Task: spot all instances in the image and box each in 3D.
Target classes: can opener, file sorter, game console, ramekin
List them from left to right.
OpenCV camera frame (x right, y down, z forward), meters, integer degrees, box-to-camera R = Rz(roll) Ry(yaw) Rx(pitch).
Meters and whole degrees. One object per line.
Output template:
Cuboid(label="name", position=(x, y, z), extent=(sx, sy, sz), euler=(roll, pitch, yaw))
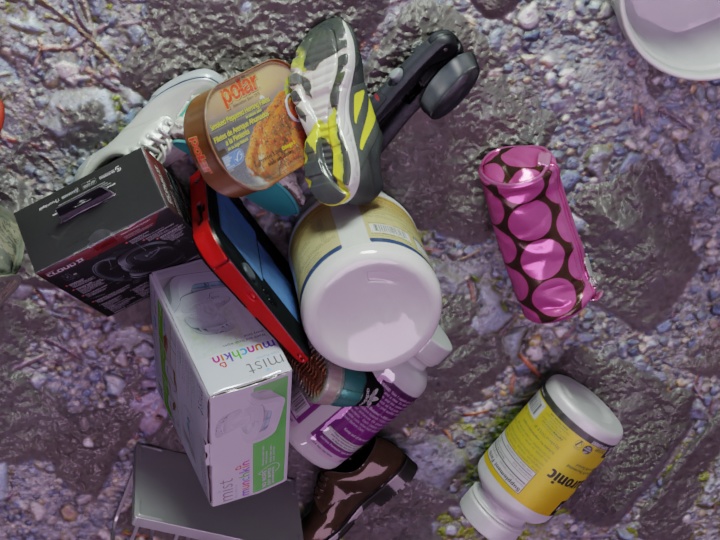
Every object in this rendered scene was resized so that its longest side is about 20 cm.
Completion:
Cuboid(label="file sorter", position=(-0.184, 0.311, 1.631), extent=(0.200, 0.139, 0.125), euler=(15, 116, -16))
Cuboid(label="game console", position=(-0.113, -0.012, 1.440), extent=(0.031, 0.200, 0.177), euler=(-36, 116, 11))
Cuboid(label="can opener", position=(0.037, -0.173, 1.463), extent=(0.200, 0.079, 0.063), euler=(-40, 124, 22))
Cuboid(label="ramekin", position=(0.344, -0.303, 1.419), extent=(0.200, 0.105, 0.200), euler=(-4, 117, -8))

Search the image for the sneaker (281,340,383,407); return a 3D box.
Cuboid(label="sneaker", position=(-0.035, 0.092, 1.510), extent=(0.080, 0.200, 0.071), euler=(17, 111, -26))

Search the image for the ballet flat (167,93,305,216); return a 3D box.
Cuboid(label="ballet flat", position=(-0.117, -0.122, 1.442), extent=(0.072, 0.072, 0.200), euler=(-40, 141, 12))

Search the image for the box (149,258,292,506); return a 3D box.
Cuboid(label="box", position=(-0.150, 0.116, 1.471), extent=(0.097, 0.177, 0.200), euler=(-17, 141, -20))

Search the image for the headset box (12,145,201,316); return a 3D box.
Cuboid(label="headset box", position=(-0.244, -0.038, 1.416), extent=(0.149, 0.077, 0.200), euler=(-27, 159, 6))

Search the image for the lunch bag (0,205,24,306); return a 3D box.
Cuboid(label="lunch bag", position=(-0.430, 0.017, 1.407), extent=(0.164, 0.200, 0.118), euler=(-42, 115, 12))

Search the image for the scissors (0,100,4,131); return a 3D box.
Cuboid(label="scissors", position=(-0.392, -0.097, 1.366), extent=(0.073, 0.200, 0.014), euler=(-11, 139, 10))

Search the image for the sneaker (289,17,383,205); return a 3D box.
Cuboid(label="sneaker", position=(-0.020, -0.158, 1.430), extent=(0.074, 0.200, 0.085), euler=(-8, 168, 32))

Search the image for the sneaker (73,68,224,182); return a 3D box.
Cuboid(label="sneaker", position=(-0.214, -0.126, 1.440), extent=(0.200, 0.071, 0.073), euler=(-41, 116, 12))

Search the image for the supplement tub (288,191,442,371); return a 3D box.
Cuboid(label="supplement tub", position=(0.000, 0.000, 1.464), extent=(0.144, 0.200, 0.145), euler=(-3, 117, -7))

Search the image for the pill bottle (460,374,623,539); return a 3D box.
Cuboid(label="pill bottle", position=(0.211, 0.231, 1.665), extent=(0.111, 0.111, 0.200), euler=(31, 109, -22))

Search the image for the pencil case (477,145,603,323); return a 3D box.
Cuboid(label="pencil case", position=(0.199, -0.042, 1.540), extent=(0.094, 0.091, 0.200), euler=(-3, 126, 33))

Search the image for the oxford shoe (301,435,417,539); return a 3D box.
Cuboid(label="oxford shoe", position=(-0.033, 0.270, 1.678), extent=(0.200, 0.073, 0.084), euler=(-42, 104, 6))

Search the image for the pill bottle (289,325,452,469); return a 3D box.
Cuboid(label="pill bottle", position=(0.004, 0.123, 1.578), extent=(0.200, 0.112, 0.112), euler=(-41, 115, 13))

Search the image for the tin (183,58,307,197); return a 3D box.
Cuboid(label="tin", position=(-0.105, -0.143, 1.387), extent=(0.042, 0.200, 0.112), euler=(-14, 103, 32))
